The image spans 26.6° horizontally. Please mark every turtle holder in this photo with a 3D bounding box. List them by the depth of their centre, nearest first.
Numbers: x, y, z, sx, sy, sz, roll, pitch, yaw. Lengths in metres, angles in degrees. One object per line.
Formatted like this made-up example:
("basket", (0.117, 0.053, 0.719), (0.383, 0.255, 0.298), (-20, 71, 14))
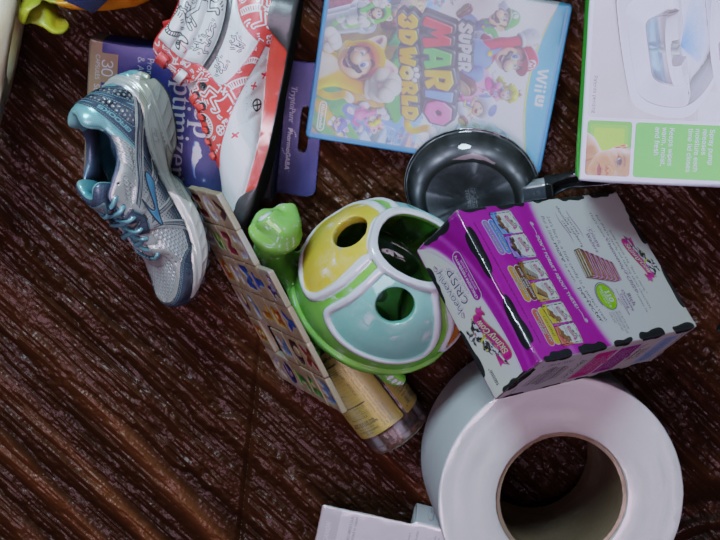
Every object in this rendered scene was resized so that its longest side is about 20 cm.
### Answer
("turtle holder", (0.009, -0.004, 1.246), (0.186, 0.141, 0.132), (45, 149, 4))

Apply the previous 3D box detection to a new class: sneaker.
("sneaker", (-0.117, -0.141, 1.234), (0.108, 0.067, 0.202), (13, 105, 2))
("sneaker", (-0.191, -0.058, 1.250), (0.077, 0.086, 0.200), (2, 113, 44))

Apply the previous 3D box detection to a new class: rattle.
("rattle", (-0.261, -0.149, 1.248), (0.143, 0.130, 0.201), (11, 83, -26))

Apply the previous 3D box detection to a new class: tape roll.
("tape roll", (0.156, 0.171, 1.279), (0.202, 0.139, 0.203), (-1, 99, -3))

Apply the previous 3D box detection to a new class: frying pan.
("frying pan", (0.129, -0.056, 1.277), (0.190, 0.031, 0.115), (15, 126, 0))

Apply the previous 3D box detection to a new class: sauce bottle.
("sauce bottle", (-0.021, 0.066, 1.326), (0.065, 0.065, 0.200), (-33, 101, 16))

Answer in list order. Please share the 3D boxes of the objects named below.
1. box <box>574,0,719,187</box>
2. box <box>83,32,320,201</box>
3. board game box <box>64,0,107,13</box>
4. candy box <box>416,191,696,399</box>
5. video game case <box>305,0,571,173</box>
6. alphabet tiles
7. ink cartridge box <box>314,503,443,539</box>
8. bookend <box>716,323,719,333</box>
("box", (0.260, -0.166, 1.184), (0.176, 0.097, 0.201), (4, 98, 6))
("box", (-0.133, -0.128, 1.291), (0.199, 0.032, 0.121), (7, 109, 3))
("board game box", (-0.162, -0.306, 1.157), (0.035, 0.136, 0.200), (18, 140, -43))
("candy box", (0.156, 0.015, 1.195), (0.061, 0.200, 0.137), (-45, 63, 41))
("video game case", (0.063, -0.165, 1.257), (0.199, 0.018, 0.143), (9, 109, 0))
("alphabet tiles", (-0.084, 0.020, 1.269), (0.008, 0.167, 0.200), (-31, 106, -14))
("ink cartridge box", (0.034, 0.312, 1.411), (0.176, 0.045, 0.200), (13, 109, 1))
("bookend", (0.391, 0.036, 1.195), (0.092, 0.200, 0.199), (38, 108, -6))
